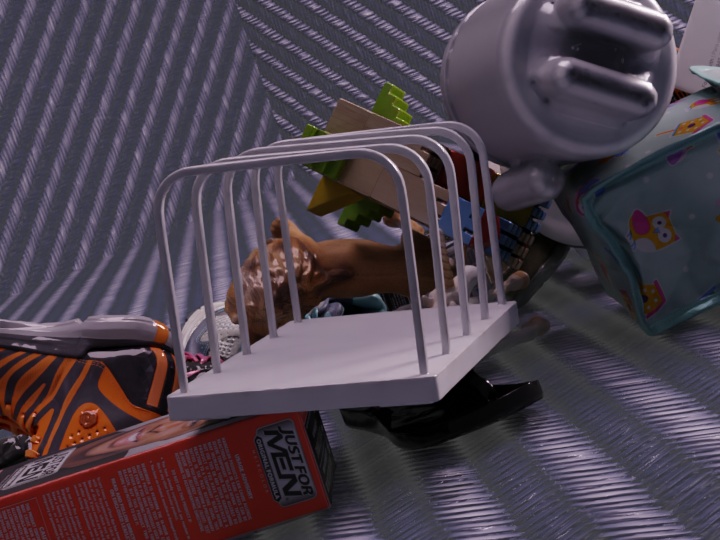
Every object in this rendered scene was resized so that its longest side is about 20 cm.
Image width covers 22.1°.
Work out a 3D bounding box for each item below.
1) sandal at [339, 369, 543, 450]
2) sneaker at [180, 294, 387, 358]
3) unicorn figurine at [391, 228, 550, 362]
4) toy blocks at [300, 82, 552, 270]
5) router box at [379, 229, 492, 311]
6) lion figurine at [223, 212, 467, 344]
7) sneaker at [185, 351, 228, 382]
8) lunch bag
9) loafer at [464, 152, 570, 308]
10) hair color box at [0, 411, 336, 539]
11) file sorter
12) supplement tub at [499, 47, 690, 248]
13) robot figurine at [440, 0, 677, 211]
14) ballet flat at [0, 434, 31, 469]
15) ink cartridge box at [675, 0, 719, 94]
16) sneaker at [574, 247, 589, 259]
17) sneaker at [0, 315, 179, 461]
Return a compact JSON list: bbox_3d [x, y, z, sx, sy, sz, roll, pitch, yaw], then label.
[{"bbox_3d":[0.035,0.066,1.045,0.075,0.045,0.200,-20,6,-22],"label":"sandal"},{"bbox_3d":[-0.055,0.048,1.339,0.086,0.078,0.200,-10,11,37],"label":"sneaker"},{"bbox_3d":[0.053,0.036,1.182,0.137,0.074,0.200,-21,-14,-45],"label":"unicorn figurine"},{"bbox_3d":[0.060,-0.050,1.222,0.136,0.100,0.200,27,3,24],"label":"toy blocks"},{"bbox_3d":[0.067,-0.003,1.513,0.149,0.051,0.200,-16,7,39],"label":"router box"},{"bbox_3d":[0.000,0.000,1.291,0.199,0.073,0.123,-12,17,-6],"label":"lion figurine"},{"bbox_3d":[-0.130,0.077,1.218,0.199,0.096,0.079,-19,3,-10],"label":"sneaker"},{"bbox_3d":[0.228,-0.060,1.135,0.200,0.122,0.170,-30,8,4],"label":"lunch bag"},{"bbox_3d":[0.107,-0.043,1.394,0.075,0.070,0.200,-51,20,21],"label":"loafer"},{"bbox_3d":[-0.116,0.118,0.976,0.199,0.061,0.102,-17,6,2],"label":"hair color box"},{"bbox_3d":[-0.009,-0.007,0.971,0.138,0.125,0.200,-5,7,17],"label":"file sorter"},{"bbox_3d":[0.190,-0.101,1.357,0.122,0.123,0.200,-15,12,29],"label":"supplement tub"},{"bbox_3d":[0.116,-0.119,1.112,0.113,0.170,0.200,19,-5,-14],"label":"robot figurine"},{"bbox_3d":[-0.249,0.123,1.279,0.199,0.057,0.066,-18,-23,5],"label":"ballet flat"},{"bbox_3d":[0.341,-0.144,1.306,0.200,0.084,0.145,24,22,24],"label":"ink cartridge box"},{"bbox_3d":[0.210,-0.061,1.482,0.071,0.073,0.200,-26,2,25],"label":"sneaker"},{"bbox_3d":[-0.206,0.092,1.132,0.199,0.112,0.078,-8,-28,26],"label":"sneaker"}]
